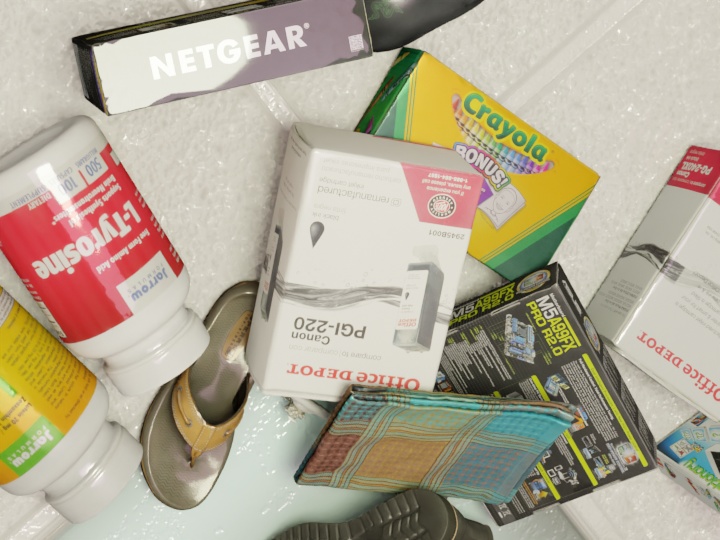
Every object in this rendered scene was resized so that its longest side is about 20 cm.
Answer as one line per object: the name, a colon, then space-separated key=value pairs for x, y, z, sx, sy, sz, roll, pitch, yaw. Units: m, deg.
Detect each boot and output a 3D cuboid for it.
boot: x=0.014 y=0.260 z=1.167 sx=0.198 sy=0.078 sz=0.138 roll=-20 pitch=154 yaw=20

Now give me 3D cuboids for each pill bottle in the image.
pill bottle: x=-0.202 y=-0.008 z=1.019 sx=0.112 sy=0.112 sz=0.201 roll=-33 pitch=109 yaw=-8
pill bottle: x=-0.265 y=0.100 z=1.021 sx=0.111 sy=0.111 sz=0.200 roll=-44 pitch=110 yaw=-5

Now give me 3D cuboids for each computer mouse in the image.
computer mouse: x=0.063 y=-0.254 z=1.084 sx=0.199 sy=0.053 sz=0.139 roll=-37 pitch=110 yaw=-8

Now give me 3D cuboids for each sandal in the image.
sandal: x=-0.119 y=0.106 z=1.099 sx=0.081 sy=0.055 sz=0.201 roll=29 pitch=91 yaw=-21

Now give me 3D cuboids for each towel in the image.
towel: x=0.060 y=0.146 z=1.085 sx=0.198 sy=0.022 sz=0.147 roll=7 pitch=139 yaw=-20

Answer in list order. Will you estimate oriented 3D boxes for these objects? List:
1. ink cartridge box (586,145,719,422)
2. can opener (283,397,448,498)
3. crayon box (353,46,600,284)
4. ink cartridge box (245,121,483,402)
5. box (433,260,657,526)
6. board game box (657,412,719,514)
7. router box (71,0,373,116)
ink cartridge box: x=0.312 y=0.012 z=1.202 sx=0.145 sy=0.083 sz=0.201 roll=34 pitch=90 yaw=-21
can opener: x=0.003 y=0.135 z=1.145 sx=0.200 sy=0.053 sz=0.067 roll=40 pitch=88 yaw=-21
crayon box: x=0.090 y=-0.085 z=1.124 sx=0.199 sy=0.058 sz=0.119 roll=31 pitch=92 yaw=-21
ink cartridge box: x=0.000 y=0.000 z=1.047 sx=0.144 sy=0.085 sz=0.202 roll=7 pitch=108 yaw=-17
box: x=0.145 y=0.112 z=1.152 sx=0.159 sy=0.044 sz=0.201 roll=-25 pitch=110 yaw=20
board game box: x=0.363 y=0.170 z=1.188 sx=0.126 sy=0.200 sz=0.035 roll=-34 pitch=111 yaw=-7
router box: x=-0.108 y=-0.167 z=0.993 sx=0.198 sy=0.157 sz=0.053 roll=-15 pitch=105 yaw=-13
